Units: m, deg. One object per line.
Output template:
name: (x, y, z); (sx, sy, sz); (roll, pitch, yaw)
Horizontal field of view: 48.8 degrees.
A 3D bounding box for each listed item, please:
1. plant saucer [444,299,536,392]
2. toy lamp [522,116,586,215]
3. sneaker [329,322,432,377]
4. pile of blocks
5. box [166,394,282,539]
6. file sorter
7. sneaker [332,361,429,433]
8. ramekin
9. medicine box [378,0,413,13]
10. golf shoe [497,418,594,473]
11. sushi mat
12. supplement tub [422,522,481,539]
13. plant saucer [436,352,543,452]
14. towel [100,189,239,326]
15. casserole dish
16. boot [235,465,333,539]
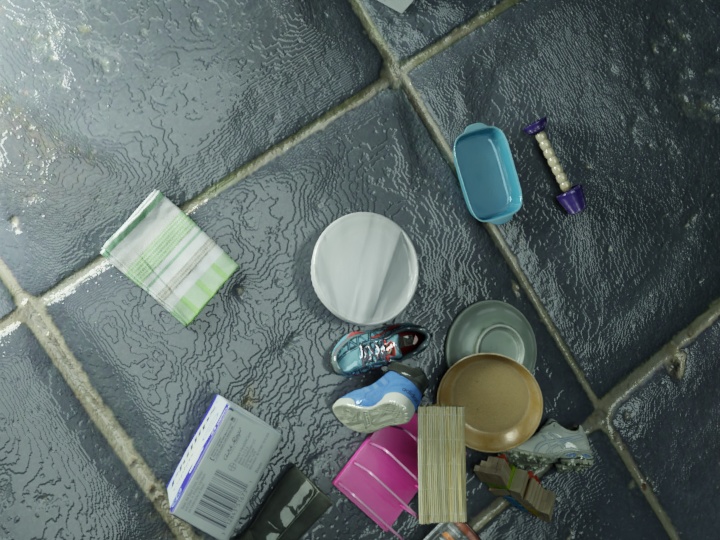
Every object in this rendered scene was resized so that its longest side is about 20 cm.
plant saucer: (0.263, 0.157, 1.538); (0.197, 0.050, 0.204); (1, 87, -18)
toy lamp: (0.396, -0.208, 1.597); (0.058, 0.058, 0.202); (-30, 96, -16)
sneaker: (0.039, 0.137, 1.446); (0.197, 0.095, 0.080); (-19, 89, -18)
pile of blocks: (0.302, 0.409, 1.530); (0.199, 0.082, 0.063); (41, 58, -20)
box: (-0.228, 0.316, 1.298); (0.104, 0.200, 0.186); (31, 79, -11)
file sorter: (0.075, 0.359, 1.428); (0.139, 0.125, 0.201); (43, 76, -10)
sneaker: (0.041, 0.221, 1.411); (0.077, 0.199, 0.111); (52, 51, -13)
ramekin: (0.000, 0.000, 1.443); (0.199, 0.094, 0.206); (1, 86, -17)
medicine box: (0.049, -0.627, 1.492); (0.180, 0.103, 0.203); (22, 81, -15)
golf shoe: (0.358, 0.340, 1.558); (0.197, 0.078, 0.099); (9, 59, -16)
sushi mat: (0.142, 0.335, 1.378); (0.094, 0.012, 0.203); (2, 83, -20)
supplement tub: (0.133, 0.549, 1.445); (0.200, 0.107, 0.107); (-41, 98, -15)
plant saucer: (0.244, 0.244, 1.495); (0.197, 0.035, 0.203); (3, 106, 12)
towel: (-0.328, -0.022, 1.377); (0.200, 0.031, 0.150); (43, 77, -11)
casserole dish: (0.245, -0.187, 1.559); (0.120, 0.039, 0.203); (-17, 93, -18)
boot: (-0.123, 0.477, 1.398); (0.200, 0.072, 0.182); (-44, 101, -22)
